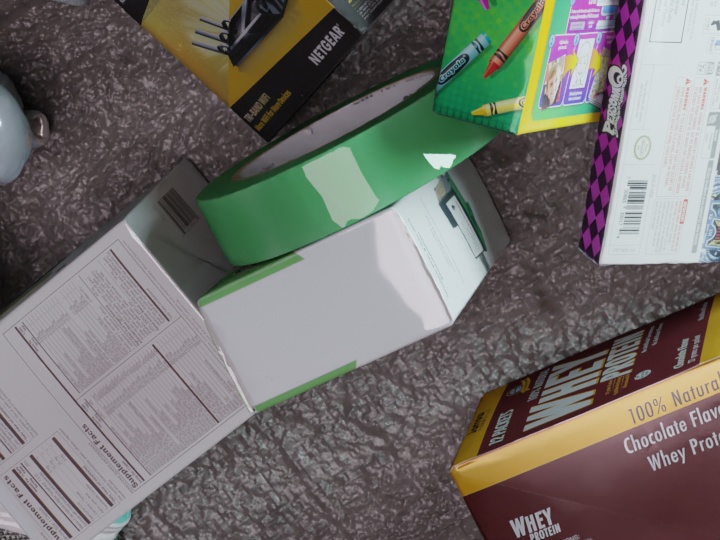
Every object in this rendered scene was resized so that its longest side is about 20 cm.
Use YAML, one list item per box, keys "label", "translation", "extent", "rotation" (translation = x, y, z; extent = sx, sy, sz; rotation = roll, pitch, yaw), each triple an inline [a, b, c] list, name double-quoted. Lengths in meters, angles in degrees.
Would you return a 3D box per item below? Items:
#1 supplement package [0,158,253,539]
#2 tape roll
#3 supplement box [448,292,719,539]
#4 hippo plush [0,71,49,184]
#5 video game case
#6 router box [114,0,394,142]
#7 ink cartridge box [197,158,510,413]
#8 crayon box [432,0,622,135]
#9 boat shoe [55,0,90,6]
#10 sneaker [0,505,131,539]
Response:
- label: "supplement package"
  translation: [-0.158, 0.059, 1.707]
  extent: [0.200, 0.152, 0.151]
  rotation: [-38, 96, 21]
- label: "tape roll"
  translation: [-0.004, -0.071, 1.605]
  extent: [0.200, 0.200, 0.048]
  rotation: [-25, 99, 19]
- label: "supplement box"
  translation: [0.195, 0.153, 1.671]
  extent: [0.197, 0.133, 0.201]
  rotation: [-24, 102, 19]
- label: "hippo plush"
  translation: [-0.272, -0.052, 1.712]
  extent: [0.161, 0.200, 0.159]
  rotation: [-43, 103, -3]
- label: "video game case"
  translation: [0.232, -0.102, 1.581]
  extent: [0.180, 0.036, 0.201]
  rotation: [-2, 112, -24]
- label: "router box"
  translation: [-0.071, -0.179, 1.600]
  extent: [0.157, 0.052, 0.200]
  rotation: [43, 155, -2]
- label: "ink cartridge box"
  translation: [0.000, 0.000, 1.629]
  extent: [0.146, 0.200, 0.085]
  rotation: [-25, 98, 18]
- label: "crayon box"
  translation: [0.119, -0.150, 1.541]
  extent: [0.058, 0.200, 0.119]
  rotation: [16, 103, 24]
- label: "boat shoe"
  translation: [-0.266, -0.212, 1.686]
  extent: [0.200, 0.070, 0.072]
  rotation: [11, 107, 6]
- label: "sneaker"
  translation: [-0.262, 0.186, 1.817]
  extent: [0.199, 0.078, 0.092]
  rotation: [11, 114, 10]
